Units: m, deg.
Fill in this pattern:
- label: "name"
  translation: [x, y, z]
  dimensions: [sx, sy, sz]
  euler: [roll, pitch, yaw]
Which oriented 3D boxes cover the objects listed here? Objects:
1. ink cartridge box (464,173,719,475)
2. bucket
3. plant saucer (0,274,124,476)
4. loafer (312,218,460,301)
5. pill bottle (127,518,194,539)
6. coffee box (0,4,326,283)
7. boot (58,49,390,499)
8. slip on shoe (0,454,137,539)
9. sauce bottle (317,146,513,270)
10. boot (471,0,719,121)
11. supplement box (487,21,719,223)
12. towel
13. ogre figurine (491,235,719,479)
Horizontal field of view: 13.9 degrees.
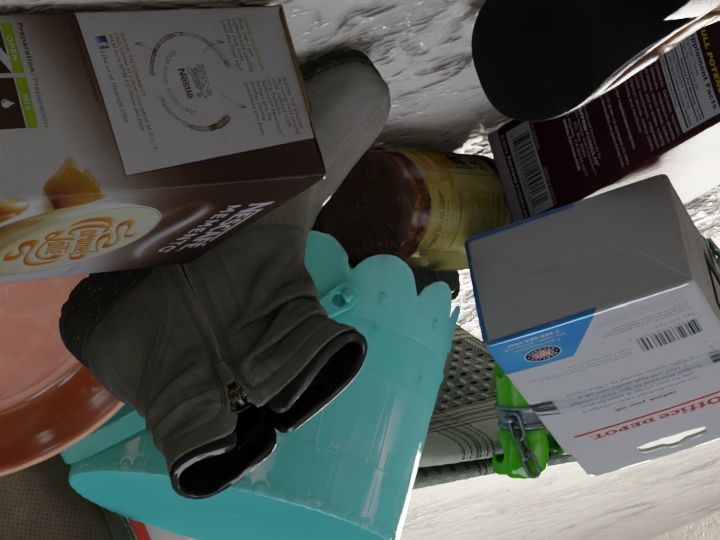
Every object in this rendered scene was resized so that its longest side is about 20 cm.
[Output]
- label: "ink cartridge box"
  translation: [0.142, 0.034, 1.586]
  dimensions: [0.115, 0.068, 0.200]
  euler: [-17, 151, 12]
- label: "bucket"
  translation: [-0.054, 0.065, 1.530]
  dimensions: [0.206, 0.136, 0.207]
  euler: [11, 164, 3]
- label: "plant saucer"
  translation: [-0.184, 0.019, 1.368]
  dimensions: [0.199, 0.032, 0.201]
  euler: [-12, 134, -13]
- label: "loafer"
  translation: [0.000, 0.000, 1.655]
  dimensions: [0.062, 0.072, 0.200]
  euler: [-14, 172, 18]
- label: "pill bottle"
  translation: [-0.195, 0.202, 2.187]
  dimensions: [0.199, 0.113, 0.112]
  euler: [-23, 167, 27]
- label: "coffee box"
  translation: [-0.128, -0.049, 1.213]
  dimensions: [0.199, 0.080, 0.114]
  euler: [-7, 165, -40]
- label: "boot"
  translation: [-0.033, 0.005, 1.322]
  dimensions: [0.200, 0.131, 0.068]
  euler: [-46, 139, -3]
- label: "slip on shoe"
  translation: [-0.190, 0.104, 1.574]
  dimensions: [0.076, 0.200, 0.061]
  euler: [-35, 164, -18]
- label: "sauce bottle"
  translation: [0.050, -0.031, 1.586]
  dimensions: [0.066, 0.066, 0.200]
  euler: [-23, 169, 27]
- label: "boot"
  translation: [0.166, -0.136, 1.335]
  dimensions: [0.199, 0.069, 0.188]
  euler: [-17, 163, -40]
- label: "supplement box"
  translation: [0.171, -0.083, 1.526]
  dimensions: [0.108, 0.061, 0.200]
  euler: [-6, 165, -40]
- label: "towel"
  translation: [0.022, 0.072, 1.774]
  dimensions: [0.199, 0.035, 0.192]
  euler: [-7, -151, -36]
- label: "ogre figurine"
  translation: [0.134, 0.022, 1.716]
  dimensions: [0.199, 0.120, 0.098]
  euler: [-31, -155, -11]
